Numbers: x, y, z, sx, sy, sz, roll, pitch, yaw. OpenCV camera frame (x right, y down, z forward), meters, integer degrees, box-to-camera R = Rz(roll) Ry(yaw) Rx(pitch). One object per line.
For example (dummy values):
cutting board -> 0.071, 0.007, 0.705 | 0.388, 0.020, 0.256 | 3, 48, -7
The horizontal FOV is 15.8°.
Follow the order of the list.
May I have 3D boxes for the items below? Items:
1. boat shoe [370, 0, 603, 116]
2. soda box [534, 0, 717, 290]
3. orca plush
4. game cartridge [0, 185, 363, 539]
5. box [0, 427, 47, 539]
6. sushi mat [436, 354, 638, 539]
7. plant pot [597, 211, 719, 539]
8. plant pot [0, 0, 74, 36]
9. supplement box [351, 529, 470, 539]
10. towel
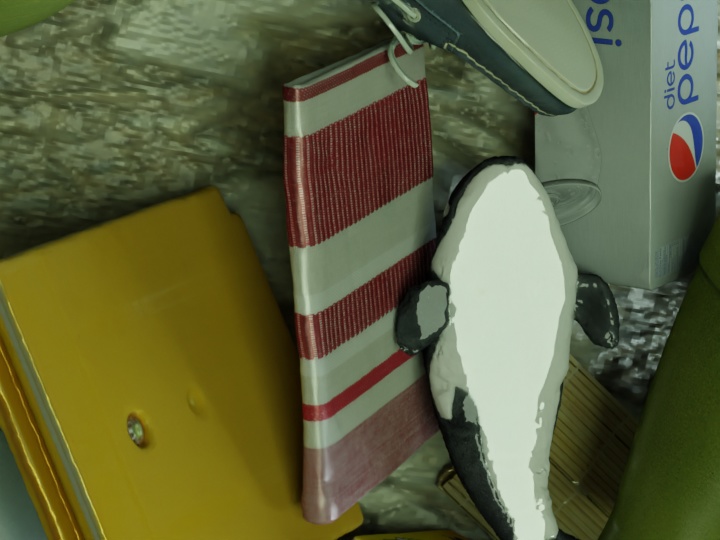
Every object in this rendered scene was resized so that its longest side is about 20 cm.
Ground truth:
boat shoe -> 0.025, -0.137, 1.175 | 0.200, 0.075, 0.062 | 40, 123, -13
soda box -> 0.125, -0.096, 1.226 | 0.063, 0.068, 0.200 | -21, 115, -50
orca plush -> 0.071, 0.045, 1.242 | 0.105, 0.071, 0.200 | -21, 98, -10
game cartridge -> -0.083, 0.062, 1.133 | 0.032, 0.200, 0.176 | -22, 91, 27
box -> -0.183, 0.130, 1.105 | 0.122, 0.048, 0.200 | 13, 72, -35
sushi mat -> 0.133, 0.134, 1.331 | 0.096, 0.012, 0.200 | -48, 115, -4
plant pot -> 0.211, 0.089, 1.219 | 0.200, 0.200, 0.193 | 24, 105, -24
plant pot -> -0.161, -0.167, 1.042 | 0.187, 0.200, 0.187 | -5, 106, -19
supplement box -> 0.030, 0.238, 1.248 | 0.110, 0.109, 0.200 | 6, 106, -62
towel -> 0.000, 0.000, 1.190 | 0.023, 0.144, 0.200 | 3, 106, 23
